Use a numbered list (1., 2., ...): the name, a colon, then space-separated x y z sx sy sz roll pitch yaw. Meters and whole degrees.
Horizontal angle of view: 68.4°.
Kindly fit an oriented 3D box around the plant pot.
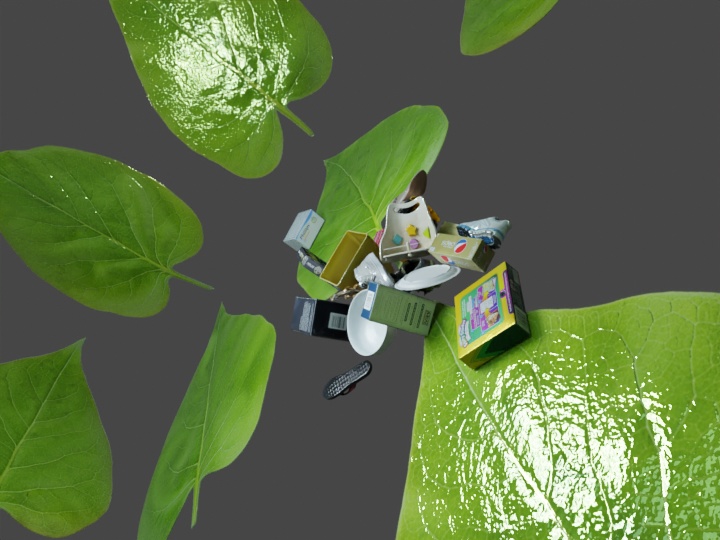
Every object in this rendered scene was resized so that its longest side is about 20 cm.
1. plant pot: 0.000 0.000 1.864 0.203 0.175 0.199 -58 24 -6

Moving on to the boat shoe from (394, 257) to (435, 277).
1. boat shoe: 0.156 -0.002 1.694 0.198 0.064 0.075 -27 37 51

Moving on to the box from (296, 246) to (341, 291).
1. box: -0.164 -0.008 2.172 0.050 0.198 0.162 -52 23 8

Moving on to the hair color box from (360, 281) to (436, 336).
1. hair color box: 0.105 0.107 1.461 0.060 0.195 0.103 14 87 65

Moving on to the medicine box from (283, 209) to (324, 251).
1. medicine box: -0.304 -0.213 2.843 0.198 0.102 0.186 -1 58 62

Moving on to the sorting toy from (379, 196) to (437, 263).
1. sorting toy: 0.155 -0.131 1.666 0.194 0.106 0.187 -10 88 22

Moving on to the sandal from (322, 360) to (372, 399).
1. sandal: -0.037 0.354 1.664 0.197 0.045 0.076 -33 35 17

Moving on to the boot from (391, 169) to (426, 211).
1. boot: 0.171 -0.279 2.022 0.145 0.069 0.204 -14 47 61

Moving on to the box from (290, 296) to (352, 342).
1. box: -0.111 0.168 1.814 0.197 0.194 0.128 1 80 63

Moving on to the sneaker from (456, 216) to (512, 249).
1. sneaker: 0.345 -0.112 1.470 0.086 0.076 0.199 -42 24 -14

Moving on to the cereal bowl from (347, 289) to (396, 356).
1. cereal bowl: 0.046 0.161 1.637 0.197 0.081 0.208 -9 78 50

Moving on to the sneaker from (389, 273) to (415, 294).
1. sneaker: 0.075 0.076 1.698 0.199 0.111 0.074 -41 26 32

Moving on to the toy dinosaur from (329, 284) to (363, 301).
1. toy dinosaur: -0.009 0.071 1.742 0.106 0.195 0.062 -36 58 51

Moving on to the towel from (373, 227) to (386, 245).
1. towel: 0.094 -0.113 2.020 0.198 0.022 0.148 -18 44 57

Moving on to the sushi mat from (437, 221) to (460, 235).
1. sushi mat: 0.282 -0.098 1.633 0.097 0.012 0.199 -56 23 -1

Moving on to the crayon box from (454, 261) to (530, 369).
1. crayon box: 0.306 0.106 1.264 0.172 0.058 0.204 -41 27 35

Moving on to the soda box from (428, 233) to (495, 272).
1. soda box: 0.280 -0.052 1.485 0.065 0.067 0.198 -58 29 -8

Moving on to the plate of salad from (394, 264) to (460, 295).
1. plate of salad: 0.193 0.029 1.517 0.193 0.050 0.200 -15 12 3

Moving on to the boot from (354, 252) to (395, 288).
1. boot: 0.041 0.027 1.625 0.095 0.074 0.201 -41 29 5

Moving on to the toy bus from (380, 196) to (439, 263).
1. toy bus: 0.166 -0.150 1.803 0.202 0.134 0.192 -52 5 14
